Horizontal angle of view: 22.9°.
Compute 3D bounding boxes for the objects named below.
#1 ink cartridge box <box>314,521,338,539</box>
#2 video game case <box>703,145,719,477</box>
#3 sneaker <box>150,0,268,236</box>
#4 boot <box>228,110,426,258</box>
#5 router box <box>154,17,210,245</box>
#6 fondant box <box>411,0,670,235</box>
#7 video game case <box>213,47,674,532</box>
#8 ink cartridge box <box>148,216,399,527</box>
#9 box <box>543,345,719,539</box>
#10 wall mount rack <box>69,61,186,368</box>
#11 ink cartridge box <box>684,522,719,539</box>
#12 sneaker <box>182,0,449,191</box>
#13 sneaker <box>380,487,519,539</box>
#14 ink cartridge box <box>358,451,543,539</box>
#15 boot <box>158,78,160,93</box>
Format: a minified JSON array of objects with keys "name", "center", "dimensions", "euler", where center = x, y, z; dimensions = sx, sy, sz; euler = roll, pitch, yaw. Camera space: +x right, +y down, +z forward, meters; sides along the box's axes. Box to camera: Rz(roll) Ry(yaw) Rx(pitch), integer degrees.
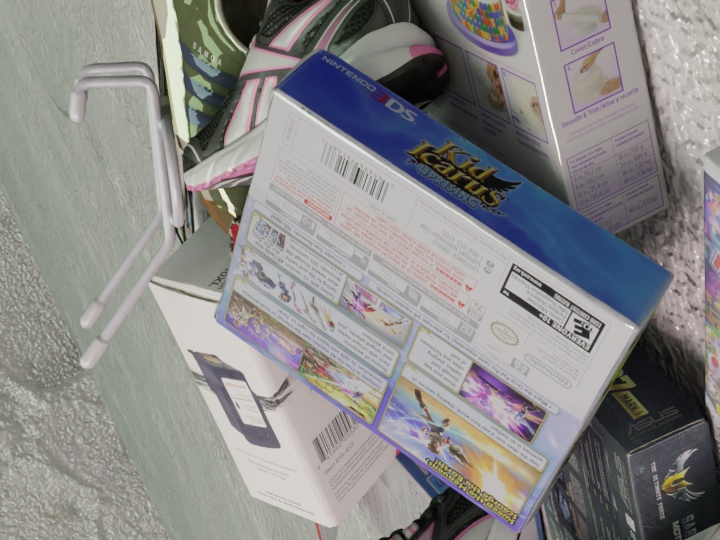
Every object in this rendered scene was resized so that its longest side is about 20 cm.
[{"name":"ink cartridge box","center":[-0.037,0.106,1.328],"dimensions":[0.109,0.050,0.201],"euler":[78,-162,-46]},{"name":"video game case","center":[0.201,0.058,0.785],"dimensions":[0.143,0.018,0.201],"euler":[49,157,44]},{"name":"sneaker","center":[-0.060,-0.108,1.014],"dimensions":[0.089,0.067,0.202],"euler":[3,113,45]},{"name":"boot","center":[-0.001,-0.002,1.072],"dimensions":[0.074,0.153,0.204],"euler":[53,161,30]},{"name":"router box","center":[-0.105,-0.113,1.215],"dimensions":[0.149,0.051,0.202],"euler":[-129,36,-68]},{"name":"fondant box","center":[0.070,-0.126,0.846],"dimensions":[0.144,0.058,0.201],"euler":[39,151,57]},{"name":"video game case","center":[0.031,0.014,0.869],"dimensions":[0.199,0.045,0.182],"euler":[34,141,11]},{"name":"ink cartridge box","center":[-0.034,0.042,1.163],"dimensions":[0.084,0.145,0.201],"euler":[15,139,39]},{"name":"box","center":[0.144,0.125,0.973],"dimensions":[0.158,0.051,0.201],"euler":[-129,21,-56]},{"name":"wall mount rack","center":[-0.148,-0.040,1.120],"dimensions":[0.200,0.074,0.175],"euler":[-127,32,-77]},{"name":"ink cartridge box","center":[0.184,0.235,0.894],"dimensions":[0.198,0.047,0.200],"euler":[47,149,0]},{"name":"sneaker","center":[-0.028,-0.104,0.932],"dimensions":[0.200,0.080,0.087],"euler":[-26,74,47]},{"name":"sneaker","center":[0.032,0.168,0.973],"dimensions":[0.086,0.201,0.080],"euler":[21,153,5]},{"name":"ink cartridge box","center":[0.049,0.148,1.276],"dimensions":[0.200,0.076,0.137],"euler":[43,152,49]},{"name":"boot","center":[-0.071,-0.090,1.311],"dimensions":[0.187,0.064,0.200],"euler":[53,169,-8]}]
